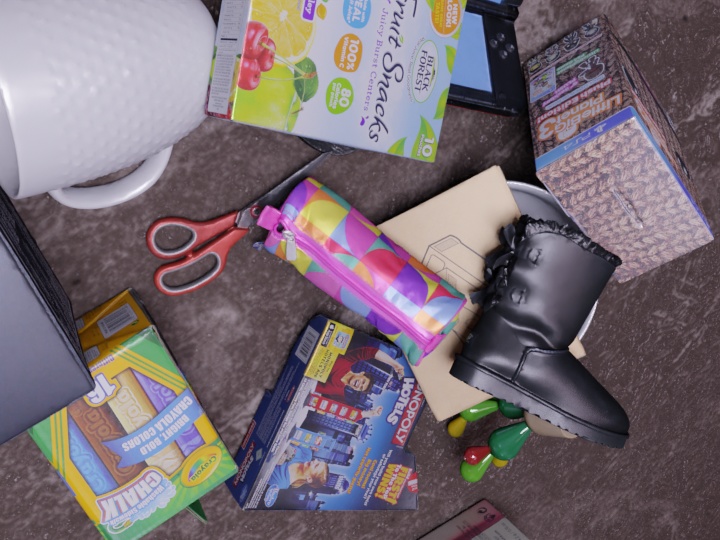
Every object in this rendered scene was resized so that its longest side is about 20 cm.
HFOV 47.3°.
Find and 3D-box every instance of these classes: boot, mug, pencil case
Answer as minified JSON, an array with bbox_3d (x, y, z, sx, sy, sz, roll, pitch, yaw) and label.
[{"bbox_3d":[0.187,0.054,0.746,0.196,0.073,0.164,25,92,-9],"label":"boot"},{"bbox_3d":[-0.202,-0.131,0.640,0.174,0.148,0.202,-22,143,-30],"label":"mug"},{"bbox_3d":[0.000,0.000,0.753,0.199,0.088,0.089,35,88,0],"label":"pencil case"}]

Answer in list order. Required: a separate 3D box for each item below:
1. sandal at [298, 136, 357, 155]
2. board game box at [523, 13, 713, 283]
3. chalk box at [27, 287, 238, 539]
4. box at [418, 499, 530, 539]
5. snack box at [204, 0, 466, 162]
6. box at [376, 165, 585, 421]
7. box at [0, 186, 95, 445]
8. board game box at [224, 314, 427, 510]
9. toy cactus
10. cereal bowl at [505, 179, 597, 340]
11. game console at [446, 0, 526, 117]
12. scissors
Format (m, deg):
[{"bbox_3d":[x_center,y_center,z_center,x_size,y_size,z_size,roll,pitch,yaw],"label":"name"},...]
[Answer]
[{"bbox_3d":[-0.047,-0.191,0.738,0.075,0.048,0.202,-30,116,-14],"label":"sandal"},{"bbox_3d":[0.246,-0.122,0.805,0.096,0.201,0.159,-29,123,28],"label":"board game box"},{"bbox_3d":[-0.196,0.142,0.717,0.123,0.125,0.202,-30,114,-15],"label":"chalk box"},{"bbox_3d":[0.104,0.380,0.936,0.198,0.109,0.129,-25,114,-17],"label":"box"},{"bbox_3d":[-0.014,-0.174,0.652,0.198,0.053,0.144,6,101,-37],"label":"snack box"},{"bbox_3d":[0.102,0.025,0.797,0.162,0.021,0.202,-26,95,9],"label":"box"},{"bbox_3d":[-0.298,0.001,0.586,0.122,0.198,0.202,-30,115,-15],"label":"box"},{"bbox_3d":[-0.007,0.166,0.850,0.198,0.062,0.202,25,92,-31],"label":"board game box"},{"bbox_3d":[0.172,0.135,0.873,0.102,0.165,0.200,46,75,-18],"label":"toy cactus"},{"bbox_3d":[0.140,0.007,0.843,0.197,0.083,0.203,1,98,7],"label":"cereal bowl"},{"bbox_3d":[0.087,-0.252,0.739,0.197,0.119,0.175,6,68,-26],"label":"game console"},{"bbox_3d":[-0.105,-0.043,0.766,0.198,0.014,0.074,-25,110,-14],"label":"scissors"}]
